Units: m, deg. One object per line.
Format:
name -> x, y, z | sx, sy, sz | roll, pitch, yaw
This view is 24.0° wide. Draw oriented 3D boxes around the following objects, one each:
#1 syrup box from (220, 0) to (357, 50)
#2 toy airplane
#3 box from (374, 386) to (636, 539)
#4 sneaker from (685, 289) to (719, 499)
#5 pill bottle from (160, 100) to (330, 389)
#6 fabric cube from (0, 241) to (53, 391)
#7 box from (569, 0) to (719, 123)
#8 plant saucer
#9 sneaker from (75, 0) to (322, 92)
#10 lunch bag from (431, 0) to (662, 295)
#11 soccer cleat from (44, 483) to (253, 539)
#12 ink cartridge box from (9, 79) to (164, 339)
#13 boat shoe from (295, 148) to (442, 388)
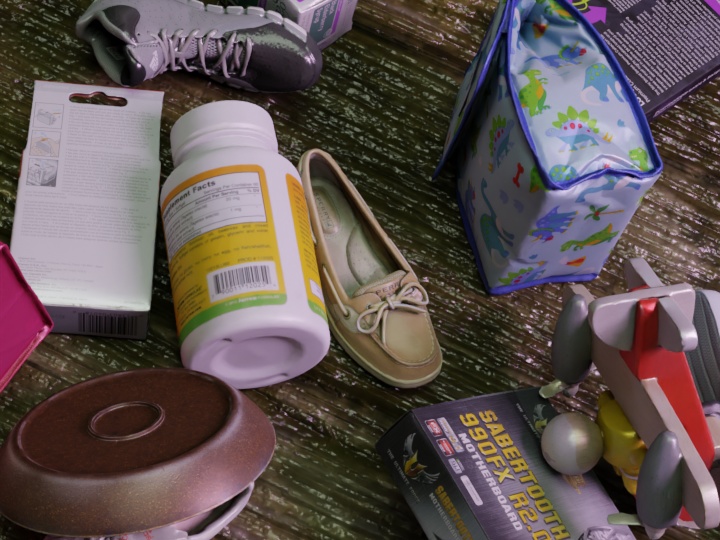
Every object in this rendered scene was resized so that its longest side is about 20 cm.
syrup box -> -0.092, -0.277, 1.439 | 0.081, 0.079, 0.200 | -34, 72, -26
toy airplane -> 0.190, 0.094, 1.198 | 0.141, 0.200, 0.200 | -26, 83, 1
box -> 0.119, 0.183, 1.196 | 0.158, 0.048, 0.201 | -4, 56, -48
sneaker -> 0.297, 0.111, 1.309 | 0.070, 0.073, 0.201 | 1, 66, -27
pill bottle -> -0.092, -0.023, 1.277 | 0.110, 0.111, 0.201 | -4, 61, -13
fabric cube -> -0.353, 0.030, 1.126 | 0.199, 0.200, 0.197 | 33, 74, 9
box -> 0.244, -0.208, 1.492 | 0.200, 0.036, 0.143 | -32, 70, -26
plant saucer -> -0.158, 0.116, 1.161 | 0.199, 0.035, 0.200 | -5, 24, 2
sneaker -> -0.138, -0.170, 1.357 | 0.199, 0.075, 0.116 | 18, 36, 11
lunch bag -> 0.134, -0.109, 1.336 | 0.127, 0.170, 0.201 | -6, 63, -18
soccer cleat -> -0.159, 0.187, 1.150 | 0.200, 0.078, 0.069 | -34, 92, -26
ink cartridge box -> -0.210, -0.049, 1.305 | 0.108, 0.050, 0.201 | 5, 59, -7
boat shoe -> 0.002, -0.001, 1.310 | 0.073, 0.063, 0.201 | -19, 66, -20
